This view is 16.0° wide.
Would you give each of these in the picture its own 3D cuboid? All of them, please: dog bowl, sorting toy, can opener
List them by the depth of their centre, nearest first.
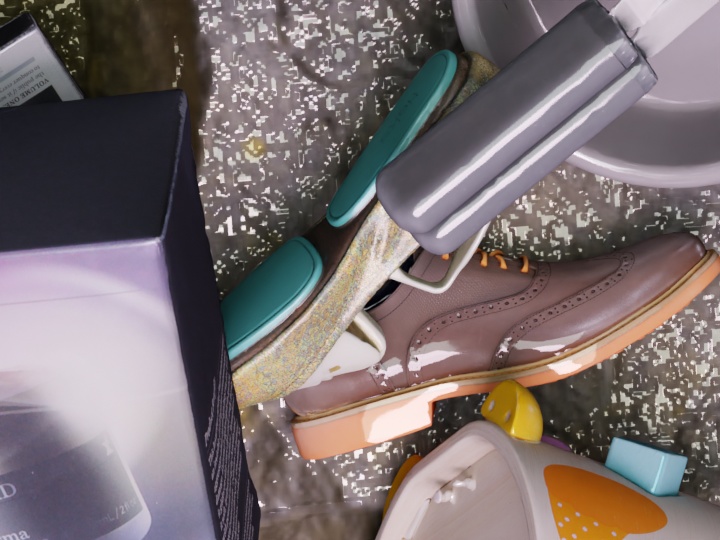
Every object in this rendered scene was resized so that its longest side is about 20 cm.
[{"bbox_3d":[0.086,-0.088,0.998,0.200,0.053,0.066,-44,59,5],"label":"can opener"},{"bbox_3d":[0.127,-0.124,1.055,0.200,0.059,0.200,6,117,12],"label":"dog bowl"},{"bbox_3d":[0.113,0.128,1.089,0.180,0.200,0.107,12,63,-20],"label":"sorting toy"}]

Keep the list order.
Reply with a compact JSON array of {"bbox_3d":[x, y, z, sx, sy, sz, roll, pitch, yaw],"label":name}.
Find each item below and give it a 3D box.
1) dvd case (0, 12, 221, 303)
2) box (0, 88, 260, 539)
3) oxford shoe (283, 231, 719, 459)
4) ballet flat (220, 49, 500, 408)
[{"bbox_3d":[-0.148,0.012,1.065,0.150,0.025,0.200,-33,121,-2],"label":"dvd case"},{"bbox_3d":[-0.152,0.053,0.971,0.200,0.123,0.198,-6,119,4],"label":"box"},{"bbox_3d":[0.057,0.015,1.103,0.200,0.071,0.073,-21,95,-2],"label":"oxford shoe"},{"bbox_3d":[0.000,0.000,1.059,0.071,0.071,0.200,40,95,-9],"label":"ballet flat"}]
